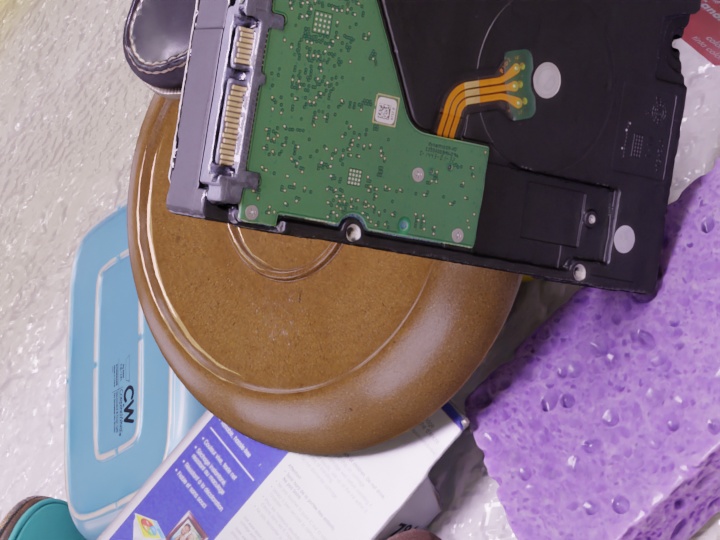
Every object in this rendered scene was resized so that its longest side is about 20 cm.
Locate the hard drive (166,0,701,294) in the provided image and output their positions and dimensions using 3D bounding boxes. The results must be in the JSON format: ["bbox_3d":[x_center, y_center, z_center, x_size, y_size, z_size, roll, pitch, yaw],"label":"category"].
[{"bbox_3d":[0.032,-0.072,0.779,0.038,0.199,0.141,8,90,53],"label":"hard drive"}]

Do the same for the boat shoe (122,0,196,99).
[{"bbox_3d":[-0.035,-0.152,0.852,0.200,0.063,0.073,-48,62,17],"label":"boat shoe"}]

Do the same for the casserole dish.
[{"bbox_3d":[-0.097,0.041,1.024,0.121,0.039,0.201,-29,55,45],"label":"casserole dish"}]

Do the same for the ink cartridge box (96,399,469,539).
[{"bbox_3d":[-0.040,0.106,0.917,0.200,0.039,0.100,-49,60,13],"label":"ink cartridge box"}]

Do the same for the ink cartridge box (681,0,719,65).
[{"bbox_3d":[0.200,-0.164,0.835,0.199,0.067,0.117,-16,54,44],"label":"ink cartridge box"}]

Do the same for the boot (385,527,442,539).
[{"bbox_3d":[-0.001,0.209,0.822,0.200,0.072,0.166,-55,25,7],"label":"boot"}]

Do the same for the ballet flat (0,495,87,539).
[{"bbox_3d":[-0.158,0.196,0.995,0.067,0.068,0.201,-36,40,37],"label":"ballet flat"}]

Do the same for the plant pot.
[{"bbox_3d":[-0.022,-0.028,0.881,0.199,0.027,0.201,-3,85,35],"label":"plant pot"}]

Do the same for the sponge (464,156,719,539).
[{"bbox_3d":[0.127,0.025,0.816,0.200,0.030,0.112,-45,38,18],"label":"sponge"}]

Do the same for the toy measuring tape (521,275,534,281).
[{"bbox_3d":[0.000,0.000,0.942,0.199,0.073,0.074,-5,61,47],"label":"toy measuring tape"}]
